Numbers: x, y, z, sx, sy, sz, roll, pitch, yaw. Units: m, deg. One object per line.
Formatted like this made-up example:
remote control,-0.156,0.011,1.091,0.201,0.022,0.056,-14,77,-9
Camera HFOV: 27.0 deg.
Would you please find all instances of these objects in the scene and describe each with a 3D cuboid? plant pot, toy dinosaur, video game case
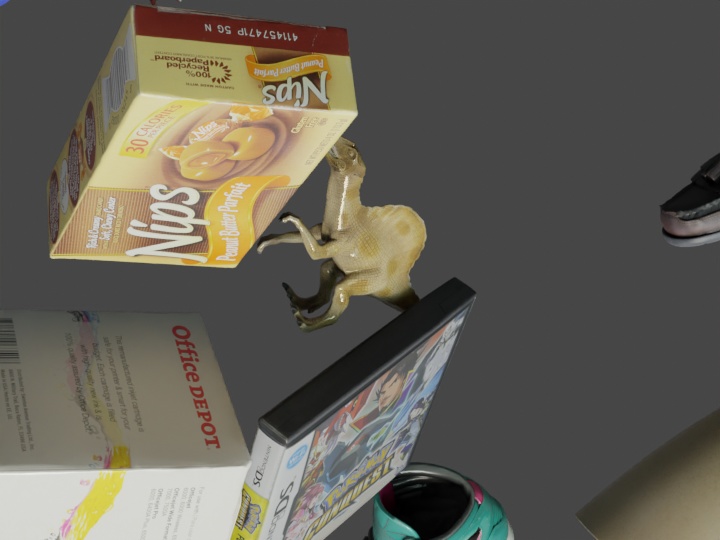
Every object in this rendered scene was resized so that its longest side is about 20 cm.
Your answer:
plant pot,0.304,0.182,1.166,0.200,0.187,0.187,-47,130,1
toy dinosaur,0.000,0.000,0.962,0.101,0.058,0.200,-29,132,2
video game case,-0.011,0.115,0.989,0.200,0.025,0.181,-34,152,-42

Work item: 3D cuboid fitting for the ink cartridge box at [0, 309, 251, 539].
ink cartridge box,-0.189,0.123,0.930,0.200,0.147,0.145,2,127,-22

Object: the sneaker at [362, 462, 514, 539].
sneaker,0.016,0.212,1.123,0.200,0.084,0.121,-29,138,-7

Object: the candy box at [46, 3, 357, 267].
candy box,-0.093,-0.065,0.815,0.115,0.055,0.200,4,157,-23

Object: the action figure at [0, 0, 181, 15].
action figure,-0.170,-0.149,0.750,0.200,0.099,0.065,-31,133,2

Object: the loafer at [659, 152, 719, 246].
loafer,0.283,-0.084,1.005,0.200,0.072,0.063,-26,113,-7
